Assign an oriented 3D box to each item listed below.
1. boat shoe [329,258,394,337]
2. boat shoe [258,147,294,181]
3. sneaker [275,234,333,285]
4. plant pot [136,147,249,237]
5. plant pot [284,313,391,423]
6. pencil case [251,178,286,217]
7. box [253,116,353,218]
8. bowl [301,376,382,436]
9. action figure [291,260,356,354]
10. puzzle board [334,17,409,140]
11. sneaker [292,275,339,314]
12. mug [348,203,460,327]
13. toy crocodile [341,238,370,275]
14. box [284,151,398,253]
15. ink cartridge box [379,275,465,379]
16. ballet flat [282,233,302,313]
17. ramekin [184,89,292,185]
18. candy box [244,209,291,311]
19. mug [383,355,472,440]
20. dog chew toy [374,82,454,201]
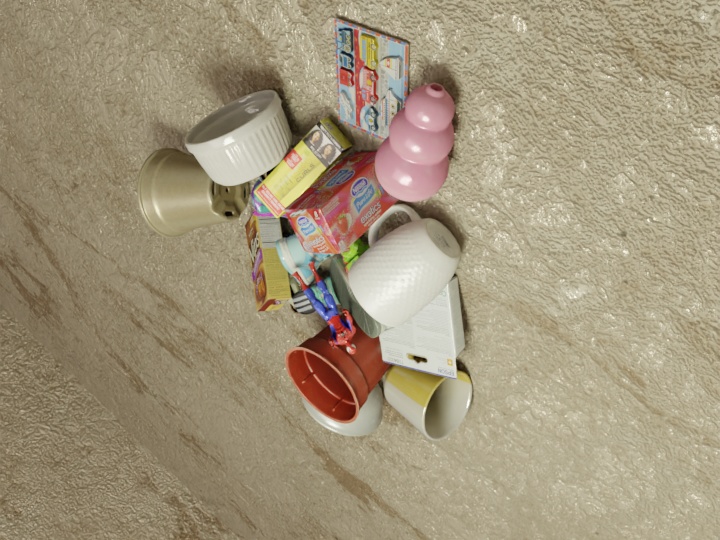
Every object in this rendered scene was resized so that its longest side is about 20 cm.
[{"bbox_3d":[0.002,0.049,1.670,0.202,0.064,0.075,50,144,36],"label":"boat shoe"},{"bbox_3d":[-0.173,-0.214,1.672,0.199,0.072,0.073,12,132,41],"label":"boat shoe"},{"bbox_3d":[-0.088,-0.033,1.755,0.200,0.130,0.080,47,-159,-72],"label":"sneaker"},{"bbox_3d":[-0.351,-0.172,1.829,0.182,0.201,0.202,1,125,33],"label":"plant pot"},{"bbox_3d":[-0.024,0.184,1.781,0.200,0.195,0.202,28,141,26],"label":"plant pot"},{"bbox_3d":[-0.129,-0.134,1.685,0.199,0.093,0.085,18,176,39],"label":"pencil case"},{"bbox_3d":[-0.109,-0.191,1.564,0.200,0.050,0.075,-41,90,26],"label":"box"},{"bbox_3d":[-0.028,0.272,1.900,0.201,0.201,0.091,36,125,18],"label":"bowl"},{"bbox_3d":[-0.062,0.079,1.646,0.201,0.065,0.099,59,175,-1],"label":"action figure"},{"bbox_3d":[0.017,-0.314,1.416,0.150,0.017,0.201,28,141,28],"label":"puzzle board"},{"bbox_3d":[-0.050,0.033,1.791,0.199,0.088,0.075,-14,106,27],"label":"sneaker"},{"bbox_3d":[0.079,-0.028,1.518,0.175,0.147,0.201,-41,58,30],"label":"mug"},{"bbox_3d":[0.000,0.000,1.624,0.062,0.067,0.201,-44,46,27],"label":"toy crocodile"},{"bbox_3d":[-0.025,-0.124,1.483,0.099,0.200,0.096,4,129,45],"label":"box"},{"bbox_3d":[0.114,0.098,1.644,0.195,0.043,0.202,9,115,42],"label":"ink cartridge box"},{"bbox_3d":[-0.155,0.014,1.875,0.068,0.067,0.201,12,131,42],"label":"ballet flat"},{"bbox_3d":[-0.223,-0.247,1.587,0.199,0.200,0.106,4,130,46],"label":"ramekin"},{"bbox_3d":[-0.201,-0.023,1.803,0.117,0.056,0.202,140,124,-65],"label":"candy box"},{"bbox_3d":[0.136,0.235,1.736,0.153,0.188,0.149,24,-179,44],"label":"mug"},{"bbox_3d":[0.095,-0.210,1.347,0.124,0.124,0.201,34,135,19],"label":"dog chew toy"}]
